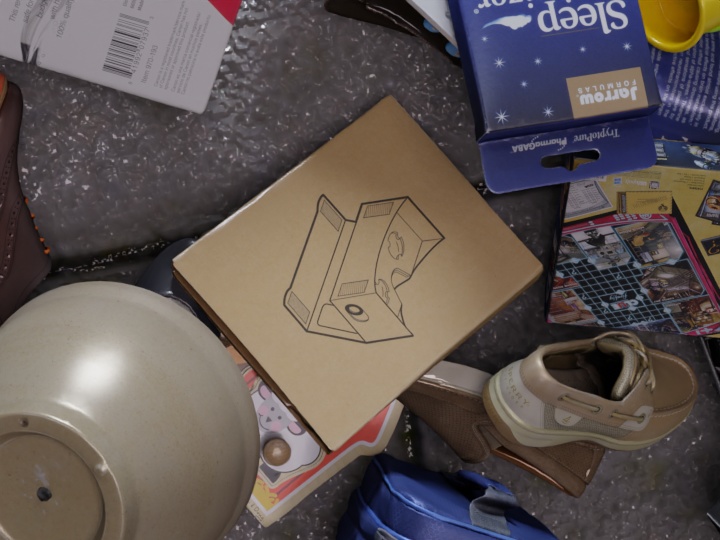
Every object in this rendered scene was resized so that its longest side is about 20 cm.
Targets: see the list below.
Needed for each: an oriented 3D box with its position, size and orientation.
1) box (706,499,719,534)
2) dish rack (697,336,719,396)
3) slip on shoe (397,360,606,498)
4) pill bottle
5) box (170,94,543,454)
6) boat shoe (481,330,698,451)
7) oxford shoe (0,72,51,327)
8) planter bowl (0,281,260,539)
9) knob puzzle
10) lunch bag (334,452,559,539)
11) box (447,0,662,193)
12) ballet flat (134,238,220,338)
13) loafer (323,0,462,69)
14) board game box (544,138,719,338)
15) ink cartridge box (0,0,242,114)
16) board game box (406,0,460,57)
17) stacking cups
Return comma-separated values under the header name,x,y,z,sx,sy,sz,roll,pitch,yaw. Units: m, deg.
name,x,y,z,sx,sy,sz,roll,pitch,yaw
box,0.349,0.144,1.529,0.200,0.079,0.141,-44,146,-2
dish rack,0.327,0.010,1.550,0.199,0.055,0.154,-22,101,0
slip on shoe,0.080,0.102,1.508,0.199,0.076,0.061,20,84,-26
pill bottle,0.216,-0.116,1.490,0.199,0.111,0.112,16,94,-11
box,0.000,0.000,1.457,0.200,0.021,0.164,-38,81,-22
boat shoe,0.170,0.076,1.486,0.199,0.065,0.072,0,54,-43
oxford shoe,-0.239,-0.031,1.450,0.072,0.071,0.201,7,105,-20
planter bowl,-0.178,0.122,1.368,0.199,0.135,0.202,5,108,16
knob puzzle,-0.044,0.051,1.508,0.218,0.030,0.221,-1,97,-10
lunch bag,0.055,0.197,1.458,0.135,0.200,0.133,19,92,-10
box,0.120,-0.156,1.401,0.120,0.032,0.201,-10,82,-13
ballet flat,-0.145,0.074,1.457,0.073,0.073,0.201,27,102,-12
loafer,0.009,-0.199,1.473,0.200,0.073,0.071,37,125,-15
board game box,0.229,-0.019,1.468,0.199,0.035,0.136,5,125,-2
ink cartridge box,-0.173,-0.204,1.401,0.199,0.084,0.146,16,120,-11
board game box,0.046,-0.270,1.442,0.200,0.026,0.200,41,63,-12
stacking cups,0.261,-0.200,1.471,0.200,0.060,0.061,-26,104,-42
